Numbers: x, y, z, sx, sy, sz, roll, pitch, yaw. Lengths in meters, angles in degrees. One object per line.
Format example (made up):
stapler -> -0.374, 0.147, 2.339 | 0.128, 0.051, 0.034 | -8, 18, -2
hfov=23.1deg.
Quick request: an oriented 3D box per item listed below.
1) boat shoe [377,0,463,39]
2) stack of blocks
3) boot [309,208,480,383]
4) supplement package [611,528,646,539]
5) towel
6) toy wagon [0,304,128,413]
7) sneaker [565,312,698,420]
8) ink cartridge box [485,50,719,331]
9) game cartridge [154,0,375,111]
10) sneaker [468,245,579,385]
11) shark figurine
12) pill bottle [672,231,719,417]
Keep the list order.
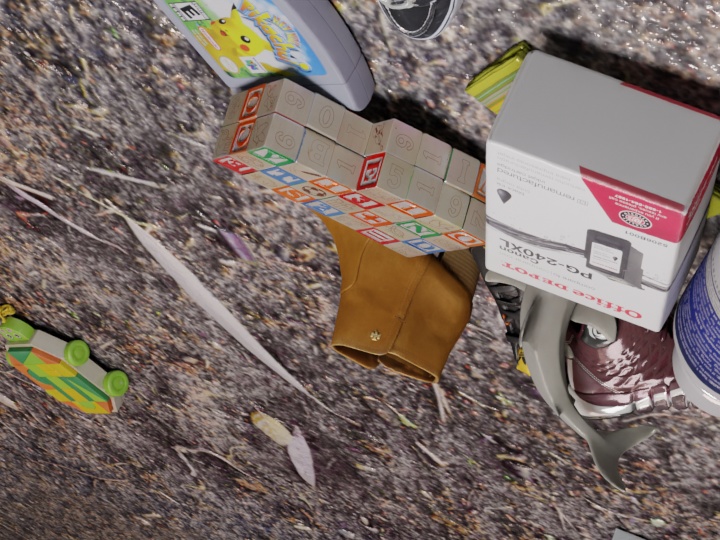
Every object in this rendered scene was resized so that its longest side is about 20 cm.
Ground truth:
boat shoe -> 0.026, -0.203, 1.143 | 0.072, 0.068, 0.200 | 21, 155, 12
stack of blocks -> 0.000, -0.079, 1.373 | 0.200, 0.059, 0.115 | 25, 162, -28
boot -> 0.000, 0.000, 1.480 | 0.201, 0.144, 0.071 | 26, 155, 1
supplement package -> 0.343, 0.410, 1.942 | 0.199, 0.152, 0.151 | 21, 155, 12
towel -> 0.174, -0.094, 1.282 | 0.200, 0.018, 0.086 | 33, 158, -15
toy wagon -> -0.389, 0.114, 2.214 | 0.155, 0.040, 0.200 | -5, 141, 48
sneaker -> 0.254, 0.050, 1.419 | 0.199, 0.076, 0.116 | -12, 102, 17
ink cartridge box -> 0.169, -0.050, 1.247 | 0.145, 0.084, 0.200 | 21, 157, 14
game cartridge -> -0.079, -0.188, 1.320 | 0.133, 0.041, 0.200 | -1, 144, 39
sneaker -> 0.148, 0.038, 1.472 | 0.070, 0.090, 0.200 | -2, 144, 46
shark figurine -> 0.153, 0.065, 1.385 | 0.128, 0.089, 0.215 | -4, 101, 25
pill bottle -> 0.295, 0.033, 1.285 | 0.119, 0.120, 0.200 | 24, 155, 5
